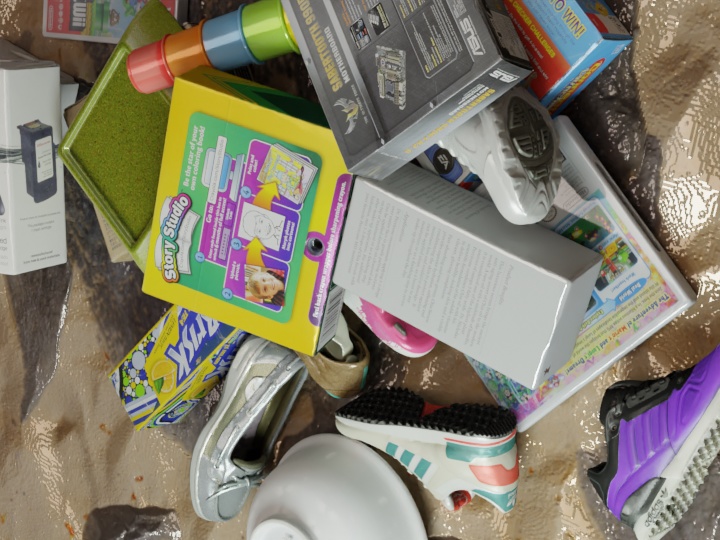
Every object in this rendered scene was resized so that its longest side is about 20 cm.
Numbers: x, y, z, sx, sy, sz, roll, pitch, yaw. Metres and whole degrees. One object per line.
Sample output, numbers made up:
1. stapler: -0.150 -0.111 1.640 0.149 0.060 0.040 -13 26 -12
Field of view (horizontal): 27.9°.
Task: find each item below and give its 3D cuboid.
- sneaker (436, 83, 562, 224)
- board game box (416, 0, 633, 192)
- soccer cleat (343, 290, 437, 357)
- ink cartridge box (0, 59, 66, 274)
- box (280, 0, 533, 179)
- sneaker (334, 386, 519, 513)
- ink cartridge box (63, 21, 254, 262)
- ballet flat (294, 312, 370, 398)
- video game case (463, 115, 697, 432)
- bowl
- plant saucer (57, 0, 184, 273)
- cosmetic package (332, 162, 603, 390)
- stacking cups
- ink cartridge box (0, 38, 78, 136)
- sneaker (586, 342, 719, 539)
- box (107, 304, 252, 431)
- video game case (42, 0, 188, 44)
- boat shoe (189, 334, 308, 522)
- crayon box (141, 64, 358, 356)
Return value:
1. sneaker: 0.088 -0.117 1.138 0.099 0.077 0.202 -38 64 41
2. board game box: 0.092 -0.198 1.199 0.196 0.056 0.201 -45 69 32
3. soccer cleat: 0.000 0.000 1.295 0.201 0.069 0.087 57 146 15
4. ink cartridge box: -0.374 -0.107 1.447 0.143 0.084 0.203 6 102 29
5. box: 0.025 -0.196 1.105 0.158 0.048 0.202 -35 67 31
6. sneaker: 0.056 0.162 1.259 0.198 0.070 0.095 4 111 42
7. ink cartridge box: -0.182 -0.121 1.405 0.199 0.075 0.167 -26 78 37
8. ballet flat: -0.060 0.029 1.313 0.200 0.068 0.073 48 144 11
9. video game case: 0.149 0.006 1.189 0.200 0.024 0.183 -42 77 32
10. bowl: -0.039 0.258 1.316 0.199 0.090 0.204 13 110 38
11. plant saucer: -0.200 -0.114 1.343 0.201 0.048 0.200 50 121 21
12. cosmetic package: 0.083 -0.001 1.165 0.198 0.071 0.103 28 121 24
13. stacking cups: -0.109 -0.202 1.247 0.197 0.060 0.061 -12 88 22
14. ink cartridge box: -0.398 -0.133 1.562 0.147 0.085 0.203 28 112 31
15. sneaker: 0.235 0.109 1.117 0.099 0.069 0.202 40 117 29
16. box: -0.160 0.072 1.417 0.200 0.064 0.071 -44 69 33
17. video game case: -0.250 -0.304 1.472 0.198 0.017 0.145 11 101 36
18. boat shoe: -0.105 0.157 1.381 0.064 0.074 0.204 32 107 34
19. crayon box: -0.088 -0.051 1.232 0.171 0.058 0.202 20 115 15
